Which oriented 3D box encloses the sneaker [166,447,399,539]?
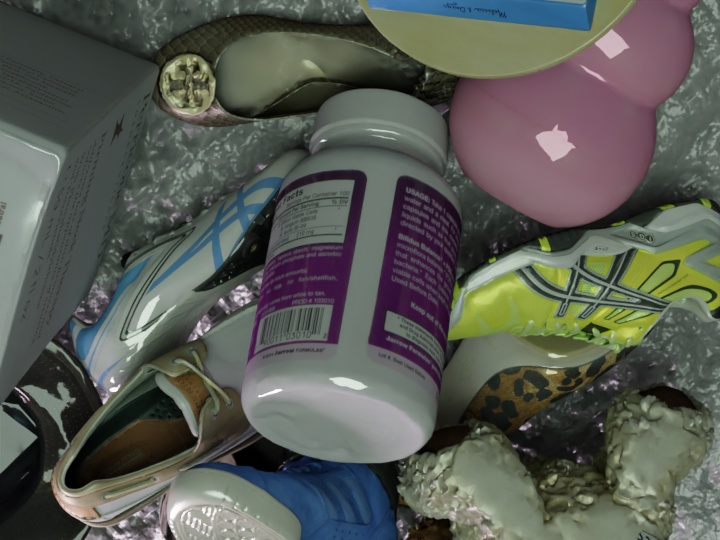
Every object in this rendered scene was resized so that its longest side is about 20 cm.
[{"bbox_3d":[-0.041,0.130,1.132,0.076,0.112,0.200,-18,143,32],"label":"sneaker"}]

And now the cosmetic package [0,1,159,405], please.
[{"bbox_3d":[-0.235,-0.051,1.081,0.165,0.200,0.168,21,112,1],"label":"cosmetic package"}]

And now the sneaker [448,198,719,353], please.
[{"bbox_3d":[0.137,0.015,1.147,0.198,0.075,0.077,-15,83,-9],"label":"sneaker"}]

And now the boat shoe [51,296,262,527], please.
[{"bbox_3d":[-0.100,0.082,1.152,0.200,0.068,0.075,-42,78,-7],"label":"boat shoe"}]

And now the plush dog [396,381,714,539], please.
[{"bbox_3d":[0.123,0.165,1.187,0.198,0.172,0.162,-11,83,-7],"label":"plush dog"}]

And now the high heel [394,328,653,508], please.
[{"bbox_3d":[0.097,0.085,1.229,0.198,0.072,0.143,-16,140,-11],"label":"high heel"}]

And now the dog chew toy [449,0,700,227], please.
[{"bbox_3d":[0.137,-0.128,1.105,0.124,0.125,0.201,27,101,-9],"label":"dog chew toy"}]

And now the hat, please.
[{"bbox_3d":[-0.258,0.114,1.211,0.199,0.081,0.202,-1,97,-6],"label":"hat"}]

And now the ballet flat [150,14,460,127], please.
[{"bbox_3d":[-0.032,-0.118,1.145,0.198,0.046,0.068,-1,110,1],"label":"ballet flat"}]

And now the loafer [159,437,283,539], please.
[{"bbox_3d":[-0.065,0.116,1.224,0.072,0.063,0.200,38,106,-13],"label":"loafer"}]

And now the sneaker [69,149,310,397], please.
[{"bbox_3d":[-0.104,-0.008,1.180,0.200,0.072,0.073,-45,72,7],"label":"sneaker"}]

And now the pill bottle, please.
[{"bbox_3d":[0.000,0.000,1.095,0.111,0.201,0.113,8,152,4],"label":"pill bottle"}]

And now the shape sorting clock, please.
[{"bbox_3d":[0.081,-0.206,1.071,0.198,0.039,0.202,-6,75,21],"label":"shape sorting clock"}]
